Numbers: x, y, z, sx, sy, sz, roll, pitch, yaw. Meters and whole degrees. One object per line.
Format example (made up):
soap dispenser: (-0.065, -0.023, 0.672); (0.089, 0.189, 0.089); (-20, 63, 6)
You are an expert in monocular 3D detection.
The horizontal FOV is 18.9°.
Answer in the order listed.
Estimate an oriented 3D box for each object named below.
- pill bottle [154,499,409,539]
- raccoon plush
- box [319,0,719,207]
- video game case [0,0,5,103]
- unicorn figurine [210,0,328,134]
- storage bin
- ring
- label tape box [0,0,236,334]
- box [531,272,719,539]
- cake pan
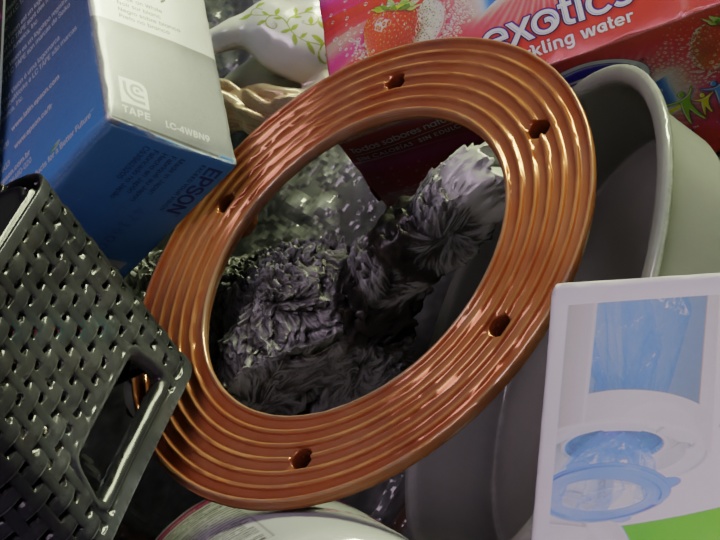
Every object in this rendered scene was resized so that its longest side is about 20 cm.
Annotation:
pill bottle: (-0.016, 0.137, 0.727); (0.113, 0.113, 0.200); (-50, 10, -7)
raccoon plush: (-0.025, 0.000, 0.882); (0.200, 0.097, 0.134); (-40, 47, 7)
box: (0.090, -0.098, 0.882); (0.199, 0.096, 0.100); (-19, 55, 16)
video game case: (-0.212, -0.081, 0.895); (0.181, 0.036, 0.201); (-12, 72, 44)
unicorn figurine: (-0.036, -0.146, 0.997); (0.137, 0.074, 0.201); (-2, 76, 15)
storage bin: (-0.175, 0.066, 0.766); (0.200, 0.094, 0.135); (-23, 26, 29)
ring: (0.000, 0.000, 0.780); (0.200, 0.019, 0.201); (-23, 44, 24)
label tape box: (-0.128, -0.087, 0.896); (0.143, 0.066, 0.201); (-43, 43, 36)
box: (0.157, 0.067, 0.596); (0.199, 0.101, 0.113); (-5, 61, 22)
cake pan: (0.075, 0.024, 0.788); (0.200, 0.037, 0.201); (-160, 90, -75)
